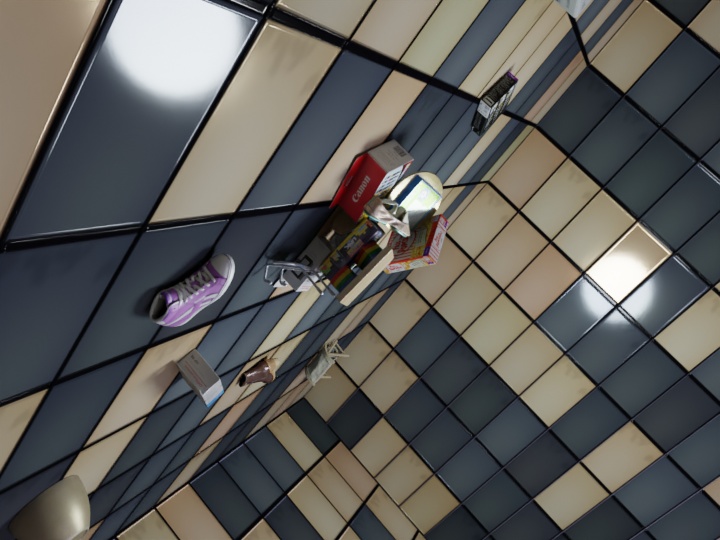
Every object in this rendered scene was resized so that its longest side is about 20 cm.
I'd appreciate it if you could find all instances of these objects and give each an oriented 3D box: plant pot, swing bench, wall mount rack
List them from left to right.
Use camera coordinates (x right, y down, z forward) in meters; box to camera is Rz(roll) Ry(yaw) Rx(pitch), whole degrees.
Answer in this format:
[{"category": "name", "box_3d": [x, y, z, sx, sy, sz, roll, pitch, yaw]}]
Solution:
[{"category": "plant pot", "box_3d": [-0.810, 0.677, 1.578, 0.200, 0.135, 0.201, -43, 169, -10]}, {"category": "wall mount rack", "box_3d": [-0.159, 0.021, 1.581, 0.200, 0.170, 0.076, 17, 81, -75]}, {"category": "swing bench", "box_3d": [-0.199, 0.515, 3.286, 0.200, 0.130, 0.199, -49, 163, 21]}]

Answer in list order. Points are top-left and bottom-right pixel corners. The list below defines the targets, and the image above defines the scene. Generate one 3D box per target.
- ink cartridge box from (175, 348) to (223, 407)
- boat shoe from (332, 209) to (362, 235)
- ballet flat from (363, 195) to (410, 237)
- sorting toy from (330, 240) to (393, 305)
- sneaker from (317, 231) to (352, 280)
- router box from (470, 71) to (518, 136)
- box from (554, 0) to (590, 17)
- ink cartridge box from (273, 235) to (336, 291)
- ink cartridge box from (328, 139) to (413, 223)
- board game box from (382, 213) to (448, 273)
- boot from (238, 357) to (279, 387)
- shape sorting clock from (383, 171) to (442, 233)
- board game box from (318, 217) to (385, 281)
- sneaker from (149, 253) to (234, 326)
[{"category": "ink cartridge box", "box_3d": [-0.444, 0.297, 1.629, 0.066, 0.116, 0.201, -39, 168, -22]}, {"category": "boat shoe", "box_3d": [-0.009, -0.161, 1.738, 0.200, 0.071, 0.065, -46, 166, -30]}, {"category": "ballet flat", "box_3d": [0.089, -0.148, 1.584, 0.198, 0.068, 0.068, 22, 109, -50]}, {"category": "sorting toy", "box_3d": [0.000, 0.000, 1.658, 0.200, 0.070, 0.199, -45, 173, -1]}, {"category": "sneaker", "box_3d": [-0.090, -0.044, 1.857, 0.200, 0.075, 0.087, -45, 174, 1]}, {"category": "router box", "box_3d": [0.467, -0.579, 2.055, 0.149, 0.051, 0.200, -45, 169, -11]}, {"category": "box", "box_3d": [0.431, -0.678, 1.193, 0.172, 0.199, 0.200, -47, 169, 11]}, {"category": "ink cartridge box", "box_3d": [-0.158, -0.003, 1.746, 0.200, 0.068, 0.116, -48, 170, 8]}, {"category": "ink cartridge box", "box_3d": [0.026, -0.231, 1.581, 0.175, 0.084, 0.201, -34, 165, -44]}, {"category": "board game box", "box_3d": [0.160, -0.077, 1.767, 0.198, 0.046, 0.154, -13, -134, 45]}, {"category": "boot", "box_3d": [-0.419, 0.423, 2.357, 0.164, 0.073, 0.201, -22, 158, -35]}, {"category": "shape sorting clock", "box_3d": [0.149, -0.193, 1.673, 0.197, 0.039, 0.202, -23, 140, -20]}, {"category": "board game box", "box_3d": [-0.021, -0.059, 1.710, 0.200, 0.057, 0.165, -46, 175, 9]}, {"category": "sneaker", "box_3d": [-0.348, 0.042, 1.206, 0.201, 0.073, 0.114, -47, 166, 4]}]
